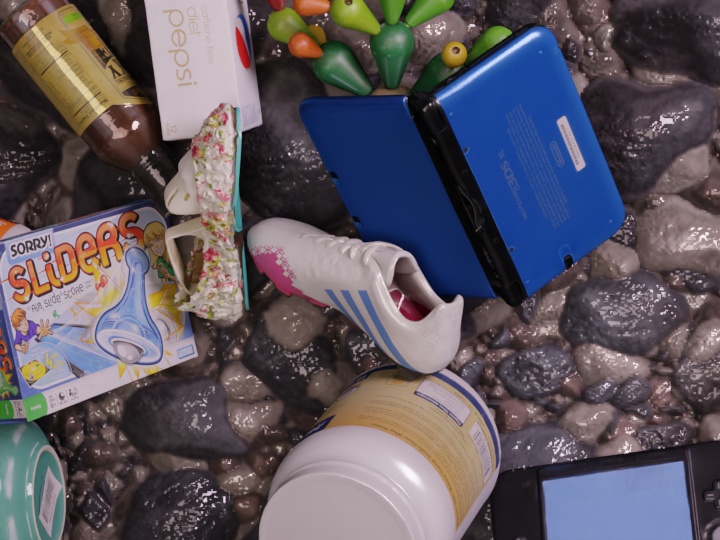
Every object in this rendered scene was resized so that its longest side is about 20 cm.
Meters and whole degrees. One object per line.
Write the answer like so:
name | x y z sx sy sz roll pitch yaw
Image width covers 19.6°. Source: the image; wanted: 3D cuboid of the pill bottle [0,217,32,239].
pill bottle | -0.327 0.004 1.678 0.200 0.114 0.114 19 103 8

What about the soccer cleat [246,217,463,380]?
soccer cleat | 0.000 0.000 1.607 0.200 0.070 0.086 35 132 21

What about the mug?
mug | -0.306 0.171 1.681 0.114 0.152 0.185 -3 98 10

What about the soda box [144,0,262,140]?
soda box | -0.128 -0.205 1.626 0.068 0.064 0.200 -5 97 13

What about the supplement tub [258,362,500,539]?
supplement tub | 0.015 0.167 1.575 0.144 0.200 0.145 7 111 18

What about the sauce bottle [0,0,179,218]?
sauce bottle | -0.202 -0.130 1.654 0.065 0.065 0.200 -39 90 15

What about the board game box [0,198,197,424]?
board game box | -0.214 0.027 1.615 0.034 0.200 0.136 -7 99 37

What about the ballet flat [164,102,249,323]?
ballet flat | -0.120 -0.038 1.611 0.064 0.076 0.200 -4 127 -5

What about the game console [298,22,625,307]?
game console | 0.080 -0.081 1.581 0.171 0.118 0.200 -35 126 -11

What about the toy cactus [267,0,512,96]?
toy cactus | 0.022 -0.158 1.601 0.200 0.102 0.165 3 119 9

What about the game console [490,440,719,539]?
game console | 0.188 0.202 1.561 0.200 0.116 0.176 -9 61 13
